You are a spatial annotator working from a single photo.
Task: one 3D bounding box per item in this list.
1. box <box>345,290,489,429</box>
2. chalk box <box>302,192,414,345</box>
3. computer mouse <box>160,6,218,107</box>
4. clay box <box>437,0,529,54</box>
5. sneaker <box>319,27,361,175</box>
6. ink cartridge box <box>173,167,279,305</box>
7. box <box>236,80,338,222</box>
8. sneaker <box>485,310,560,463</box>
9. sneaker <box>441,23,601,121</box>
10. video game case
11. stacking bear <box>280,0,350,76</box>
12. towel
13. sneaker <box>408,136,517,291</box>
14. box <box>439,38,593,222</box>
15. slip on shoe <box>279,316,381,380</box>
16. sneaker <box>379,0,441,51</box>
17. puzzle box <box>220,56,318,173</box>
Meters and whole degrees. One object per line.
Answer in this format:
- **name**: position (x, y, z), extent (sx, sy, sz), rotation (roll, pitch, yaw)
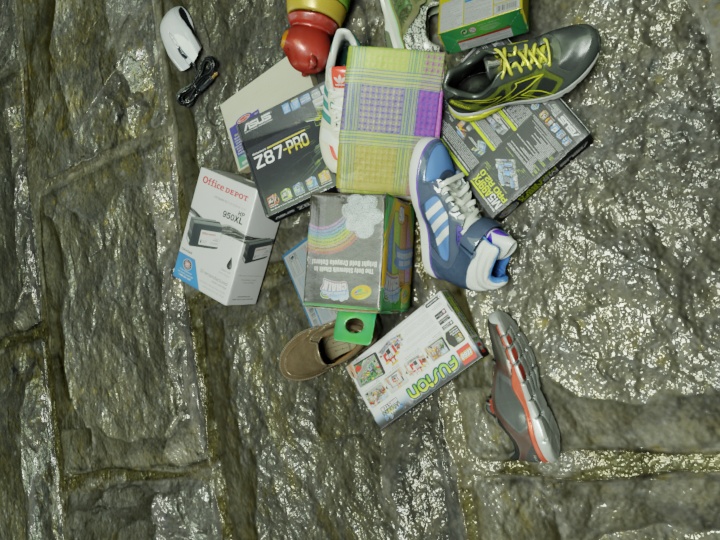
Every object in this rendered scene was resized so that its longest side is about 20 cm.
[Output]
- **box**: position (0.078, 0.133, 0.804), extent (0.199, 0.034, 0.111), rotation (-41, 71, 23)
- **chalk box**: position (0.000, 0.000, 0.779), extent (0.122, 0.123, 0.206), rotation (4, 90, 24)
- **computer mouse**: position (-0.345, -0.427, 1.051), extent (0.109, 0.044, 0.203), rotation (-35, 73, 26)
- **clay box**: position (0.166, -0.401, 0.733), extent (0.112, 0.047, 0.205), rotation (-5, 69, 30)
- **sneaker**: position (-0.029, -0.243, 0.781), extent (0.068, 0.093, 0.205), rotation (5, 85, 9)
- **ink cartridge box**: position (-0.231, -0.061, 0.957), extent (0.142, 0.084, 0.205), rotation (23, 100, 28)
- **box**: position (-0.080, -0.191, 0.858), extent (0.196, 0.049, 0.165), rotation (-22, 79, 9)
- **sneaker**: position (0.192, 0.157, 0.718), extent (0.081, 0.076, 0.205), rotation (-23, 77, 34)
- **sneaker**: position (0.190, -0.241, 0.666), extent (0.197, 0.084, 0.076), rotation (-19, 80, 28)
- **video game case**: position (-0.028, -0.011, 0.877), extent (0.198, 0.018, 0.146), rotation (-33, 73, 26)
- **stacking bear**: position (-0.072, -0.413, 0.853), extent (0.121, 0.111, 0.205), rotation (-160, 80, -65)
- **towel**: position (0.040, -0.196, 0.752), extent (0.140, 0.023, 0.205), rotation (4, 111, -1)
- **sneaker**: position (0.143, -0.072, 0.711), extent (0.145, 0.080, 0.205), rotation (13, 117, 47)
- **box**: position (0.187, -0.197, 0.741), extent (0.160, 0.044, 0.202), rotation (-42, 69, 23)
- **slip on shoe**: position (-0.058, 0.126, 0.860), extent (0.197, 0.061, 0.077), rotation (-24, 96, 25)
- **sneaker**: position (0.075, -0.388, 0.803), extent (0.086, 0.077, 0.205), rotation (-10, 89, 16)
- **puzzle box**: position (-0.153, -0.274, 0.948), extent (0.197, 0.025, 0.136), rotation (-23, 79, 27)
